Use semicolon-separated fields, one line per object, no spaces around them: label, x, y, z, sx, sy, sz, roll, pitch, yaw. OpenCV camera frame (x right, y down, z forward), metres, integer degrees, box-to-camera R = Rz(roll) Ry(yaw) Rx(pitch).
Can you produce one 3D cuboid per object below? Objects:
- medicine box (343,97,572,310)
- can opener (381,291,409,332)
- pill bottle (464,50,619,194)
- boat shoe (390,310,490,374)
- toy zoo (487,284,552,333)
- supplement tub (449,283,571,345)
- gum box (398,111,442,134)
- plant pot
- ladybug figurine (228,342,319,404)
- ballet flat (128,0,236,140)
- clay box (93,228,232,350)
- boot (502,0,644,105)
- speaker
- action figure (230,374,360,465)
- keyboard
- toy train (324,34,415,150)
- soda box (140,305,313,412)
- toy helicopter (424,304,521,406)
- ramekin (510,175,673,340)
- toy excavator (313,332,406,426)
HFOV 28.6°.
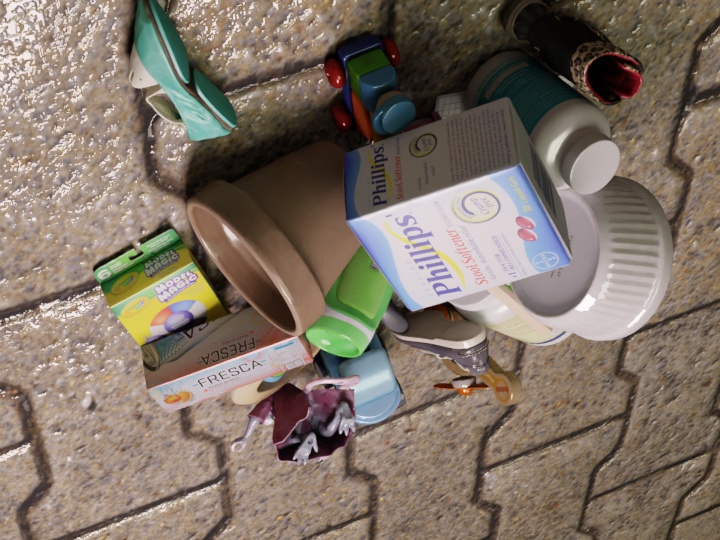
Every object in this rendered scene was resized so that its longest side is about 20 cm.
medicine box;0.107;-0.067;1.550;0.199;0.103;0.182;-18;138;18
can opener;0.023;0.014;1.844;0.053;0.067;0.200;-32;143;2
pill bottle;0.215;-0.168;1.647;0.110;0.200;0.111;-18;130;-22
boat shoe;0.107;0.100;1.904;0.072;0.200;0.063;-30;109;-24
toy zoo;0.216;-0.038;1.800;0.020;0.201;0.131;-13;140;42
supplement tub;0.205;0.013;1.904;0.145;0.145;0.199;-46;141;19
gum box;0.099;-0.089;1.728;0.066;0.114;0.200;-24;147;-8
plant pot;-0.075;-0.056;1.625;0.175;0.200;0.201;-42;146;-16
ladybug figurine;-0.114;0.100;1.827;0.135;0.072;0.200;-17;154;-49
ballet flat;-0.198;-0.197;1.456;0.070;0.068;0.200;-21;143;11
clay box;-0.233;0.041;1.716;0.114;0.048;0.200;-29;144;-1
boot;0.271;-0.243;1.647;0.199;0.151;0.073;23;107;-45
speaker;0.000;0.000;1.707;0.089;0.088;0.201;56;48;-53
action figure;-0.093;0.186;1.885;0.133;0.200;0.150;2;102;-23
keyboard;0.177;-0.207;1.746;0.199;0.011;0.057;-12;140;-24
toy train;0.025;-0.157;1.609;0.084;0.116;0.201;-22;142;-11
soda box;-0.161;0.101;1.709;0.199;0.069;0.064;-20;143;6
toy helicopter;0.159;0.133;1.965;0.078;0.200;0.133;-8;120;-28
ramekin;0.265;-0.018;1.693;0.105;0.201;0.201;4;131;-37
toy excavator;-0.005;0.106;1.891;0.099;0.196;0.200;-21;170;-12
